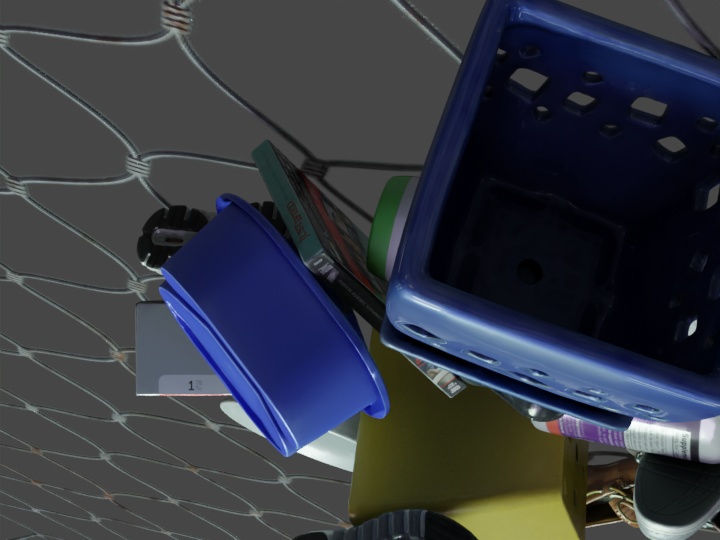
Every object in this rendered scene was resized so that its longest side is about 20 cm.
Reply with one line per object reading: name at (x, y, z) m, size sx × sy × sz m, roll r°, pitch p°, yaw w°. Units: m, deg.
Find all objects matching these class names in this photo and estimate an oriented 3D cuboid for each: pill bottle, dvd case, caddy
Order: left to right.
caddy at (-0.058, 0.038, 0.938) m, size 0.201 × 0.105 × 0.141 m, roll 52°, pitch 165°, yaw 4°
dvd case at (0.000, 0.000, 0.986) m, size 0.022 × 0.146 × 0.200 m, roll -39°, pitch 132°, yaw 10°
pill bottle at (0.237, 0.086, 0.994) m, size 0.198 × 0.112 × 0.112 m, roll 8°, pitch 153°, yaw 21°

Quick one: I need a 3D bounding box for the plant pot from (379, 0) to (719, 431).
plant pot at (0.122, -0.020, 0.773) m, size 0.198 × 0.202 × 0.180 m, roll 20°, pitch 161°, yaw -3°

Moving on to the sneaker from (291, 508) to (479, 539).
sneaker at (0.040, 0.248, 1.077) m, size 0.199 × 0.076 × 0.115 m, roll -10°, pitch 153°, yaw 36°

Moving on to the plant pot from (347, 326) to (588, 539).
plant pot at (0.110, 0.165, 1.168) m, size 0.175 × 0.202 × 0.200 m, roll -2°, pitch 149°, yaw 19°

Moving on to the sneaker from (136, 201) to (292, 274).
sneaker at (-0.089, -0.009, 1.097) m, size 0.199 × 0.079 × 0.090 m, roll 11°, pitch 162°, yaw 32°

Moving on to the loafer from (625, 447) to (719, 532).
loafer at (0.287, 0.166, 1.148) m, size 0.199 × 0.063 × 0.072 m, roll 38°, pitch 140°, yaw -17°

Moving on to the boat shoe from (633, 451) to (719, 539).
boat shoe at (0.269, 0.164, 1.036) m, size 0.074 × 0.202 × 0.065 m, roll 8°, pitch 115°, yaw 23°

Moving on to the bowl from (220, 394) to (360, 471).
bowl at (-0.032, 0.132, 1.292) m, size 0.199 × 0.091 × 0.201 m, roll 20°, pitch 163°, yaw 6°

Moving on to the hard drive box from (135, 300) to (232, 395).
hard drive box at (-0.098, 0.065, 1.112) m, size 0.154 × 0.078 × 0.200 m, roll 0°, pitch 177°, yaw 3°

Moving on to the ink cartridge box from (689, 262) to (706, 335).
ink cartridge box at (0.299, 0.001, 0.844) m, size 0.199 × 0.037 × 0.095 m, roll -14°, pitch 141°, yaw 33°

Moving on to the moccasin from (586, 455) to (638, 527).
moccasin at (0.273, 0.226, 1.285) m, size 0.200 × 0.078 × 0.074 m, roll -14°, pitch 137°, yaw 42°

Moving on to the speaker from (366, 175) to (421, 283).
speaker at (0.108, -0.009, 0.928) m, size 0.198 × 0.089 × 0.089 m, roll 15°, pitch 155°, yaw 9°

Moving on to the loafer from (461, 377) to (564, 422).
loafer at (0.104, 0.059, 0.969) m, size 0.067 × 0.071 × 0.201 m, roll 1°, pitch -154°, yaw -20°
